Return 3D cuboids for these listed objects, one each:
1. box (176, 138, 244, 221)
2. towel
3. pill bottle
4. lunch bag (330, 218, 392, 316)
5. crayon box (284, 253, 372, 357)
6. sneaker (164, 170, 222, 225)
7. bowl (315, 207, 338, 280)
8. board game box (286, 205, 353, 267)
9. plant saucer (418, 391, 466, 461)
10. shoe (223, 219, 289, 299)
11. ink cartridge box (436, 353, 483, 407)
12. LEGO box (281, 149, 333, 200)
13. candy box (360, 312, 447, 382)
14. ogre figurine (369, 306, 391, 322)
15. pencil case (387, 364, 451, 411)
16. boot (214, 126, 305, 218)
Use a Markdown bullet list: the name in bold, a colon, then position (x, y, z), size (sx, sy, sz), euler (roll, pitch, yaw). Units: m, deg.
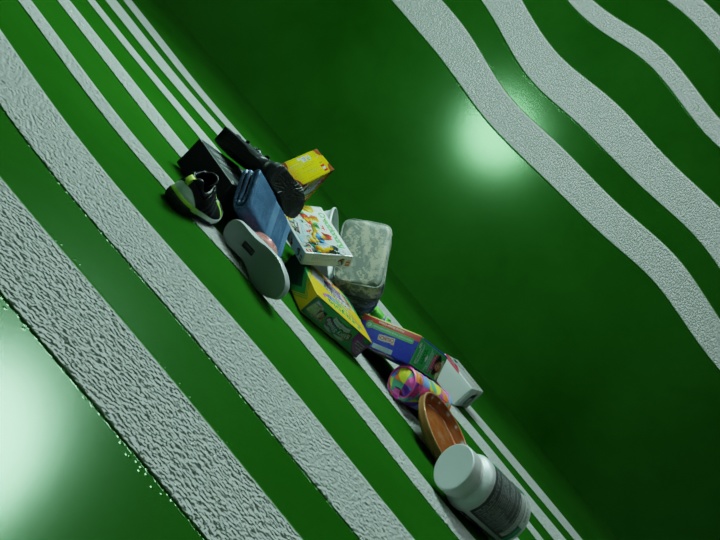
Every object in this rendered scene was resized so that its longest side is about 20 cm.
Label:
- **box**: position (-0.285, -0.176, 1.589), size (0.142, 0.079, 0.200), euler (49, 6, 23)
- **towel**: position (-0.206, -0.108, 1.537), size (0.201, 0.048, 0.113), euler (67, 31, -53)
- **pill bottle**: position (0.234, 0.429, 1.430), size (0.200, 0.113, 0.113), euler (45, 7, -29)
- **lunch bag**: position (0.000, 0.000, 1.842), size (0.169, 0.136, 0.203), euler (93, 6, -59)
- **crayon box**: position (-0.075, 0.075, 1.629), size (0.200, 0.058, 0.173), euler (44, 9, -37)
- **sneaker**: position (-0.284, -0.139, 1.367), size (0.072, 0.083, 0.200), euler (49, 7, 6)
- **bowl**: position (-0.109, -0.058, 1.843), size (0.201, 0.088, 0.206), euler (2, 90, -85)
- **board game box**: position (-0.111, -0.082, 1.675), size (0.124, 0.035, 0.201), euler (4, 36, -34)
- **plant saucer**: position (0.181, 0.365, 1.619), size (0.201, 0.032, 0.202), euler (52, 20, -27)
- **shoe**: position (-0.179, -0.016, 1.410), size (0.200, 0.072, 0.091), euler (48, 11, 30)
- **ink cartridge box**: position (0.308, 0.359, 2.396), size (0.148, 0.085, 0.200), euler (51, 9, 21)
- **LEGO box**: position (-0.178, -0.222, 1.929), size (0.077, 0.149, 0.200), euler (47, 32, 2)
- **candy box**: position (0.098, 0.187, 1.788), size (0.167, 0.078, 0.200), euler (22, -8, 30)
- **ogre figurine**: position (0.007, 0.077, 1.989), size (0.121, 0.097, 0.202), euler (57, 11, -43)
- **pencil case**: position (0.141, 0.291, 1.725), size (0.200, 0.088, 0.089), euler (40, 10, -46)
- **boot**: position (-0.220, -0.215, 1.624), size (0.199, 0.066, 0.166), euler (33, -20, 32)
